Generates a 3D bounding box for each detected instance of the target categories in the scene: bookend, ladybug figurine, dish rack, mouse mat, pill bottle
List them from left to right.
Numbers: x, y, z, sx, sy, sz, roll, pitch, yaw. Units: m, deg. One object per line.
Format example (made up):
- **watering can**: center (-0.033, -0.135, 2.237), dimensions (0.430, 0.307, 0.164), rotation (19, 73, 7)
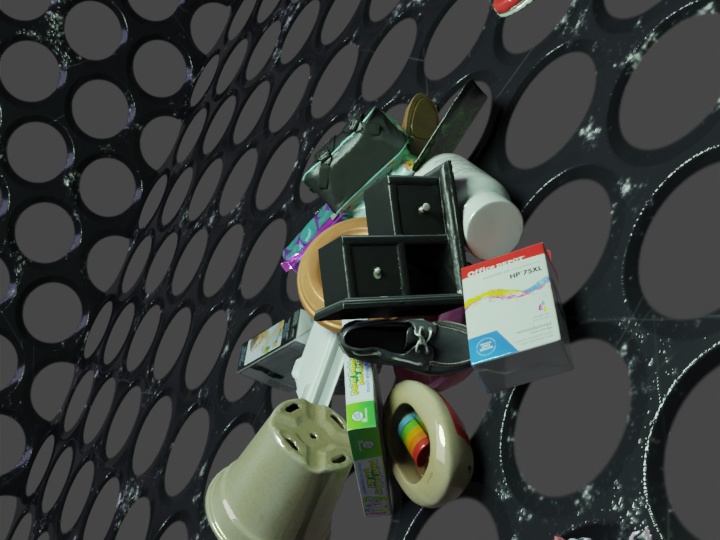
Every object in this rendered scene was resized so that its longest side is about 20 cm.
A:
- **dish rack**: center (-0.058, 0.118, 1.538), dimensions (0.172, 0.043, 0.202), rotation (-130, 58, -72)
- **bookend**: center (0.033, -0.041, 1.327), dimensions (0.092, 0.197, 0.203), rotation (-26, 68, 59)
- **ladybug figurine**: center (0.090, 0.223, 1.295), dimensions (0.137, 0.071, 0.200), rotation (-69, 30, 26)
- **mouse mat**: center (0.143, -0.218, 1.554), dimensions (0.162, 0.007, 0.200), rotation (-57, -11, 9)
- **pill bottle**: center (0.155, -0.090, 1.433), dimensions (0.115, 0.114, 0.200), rotation (-58, 26, 10)

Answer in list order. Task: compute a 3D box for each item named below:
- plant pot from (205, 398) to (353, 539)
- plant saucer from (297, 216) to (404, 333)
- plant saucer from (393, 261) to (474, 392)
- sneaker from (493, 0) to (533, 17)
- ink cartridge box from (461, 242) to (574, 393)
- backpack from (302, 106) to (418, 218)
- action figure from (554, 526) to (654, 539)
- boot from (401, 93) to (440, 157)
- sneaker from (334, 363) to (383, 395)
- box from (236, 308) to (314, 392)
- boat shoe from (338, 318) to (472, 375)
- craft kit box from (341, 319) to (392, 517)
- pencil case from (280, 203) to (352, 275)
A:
- **plant pot**: center (-0.100, 0.293, 1.416), dimensions (0.201, 0.198, 0.185), rotation (-103, 34, -52)
- **plant saucer**: center (0.000, 0.000, 1.466), dimensions (0.198, 0.038, 0.202), rotation (-5, 57, 8)
- **plant saucer**: center (0.124, 0.087, 1.403), dimensions (0.200, 0.050, 0.202), rotation (-44, 32, 36)
- **sneaker**: center (0.277, -0.513, 1.626), dimensions (0.200, 0.084, 0.077), rotation (-50, 28, 25)
- **ink cartridge box**: center (0.193, 0.043, 1.247), dimensions (0.115, 0.067, 0.201), rotation (-18, 44, 17)
- **backpack**: center (0.010, -0.169, 1.603), dimensions (0.176, 0.153, 0.200), rotation (-46, 8, 8)
- **action figure**: center (0.229, 0.341, 0.964), dimensions (0.201, 0.132, 0.150), rotation (-89, -8, -63)
- **boot**: center (0.067, -0.204, 1.757), dimensions (0.155, 0.076, 0.202), rotation (-24, 56, 53)
- **sneaker**: center (0.000, 0.116, 1.552), dimensions (0.201, 0.074, 0.082), rotation (-53, 43, 27)
- **box**: center (-0.116, 0.144, 1.720), dimensions (0.199, 0.116, 0.061), rotation (-29, 44, 47)
- **boat shoe**: center (0.068, 0.098, 1.285), dimensions (0.063, 0.197, 0.074), rotation (36, -121, -82)
- **craft kit box**: center (0.009, 0.204, 1.380), dimensions (0.199, 0.048, 0.201), rotation (-98, -1, -48)
- **pencil case**: center (-0.064, -0.073, 1.849), dimensions (0.200, 0.085, 0.092), rotation (-48, -13, 31)
